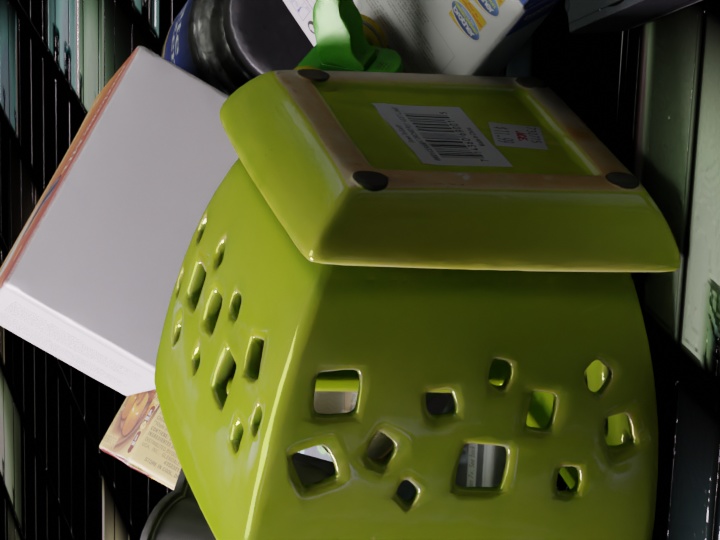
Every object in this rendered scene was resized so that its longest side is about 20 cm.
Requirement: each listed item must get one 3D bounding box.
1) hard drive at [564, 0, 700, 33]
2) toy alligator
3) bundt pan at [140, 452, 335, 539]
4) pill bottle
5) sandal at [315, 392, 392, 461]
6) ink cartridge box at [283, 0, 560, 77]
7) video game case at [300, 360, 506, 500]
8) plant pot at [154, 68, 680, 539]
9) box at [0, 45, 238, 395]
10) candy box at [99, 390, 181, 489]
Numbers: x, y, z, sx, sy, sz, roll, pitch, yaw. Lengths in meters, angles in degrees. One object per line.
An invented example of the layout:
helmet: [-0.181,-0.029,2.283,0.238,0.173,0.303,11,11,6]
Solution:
hard drive: [0.115,-0.209,1.140,0.140,0.033,0.200,168,98,-75]
toy alligator: [-0.013,-0.059,1.327,0.059,0.054,0.200,-51,-15,-42]
bundt pan: [-0.036,0.187,1.383,0.076,0.202,0.202,2,97,33]
pill bottle: [-0.047,-0.128,1.524,0.200,0.112,0.112,154,112,-77]
sandal: [0.000,0.000,1.385,0.080,0.054,0.200,4,86,38]
ink cartridge box: [0.031,-0.146,1.289,0.119,0.042,0.200,56,151,9]
video game case: [0.007,0.093,1.458,0.182,0.023,0.200,20,118,39]
plant pot: [0.026,0.016,1.227,0.200,0.199,0.182,-122,37,-60]
box: [-0.126,-0.023,1.502,0.152,0.106,0.200,-61,8,-10]
candy box: [-0.075,0.033,1.575,0.200,0.055,0.115,-61,13,-6]
